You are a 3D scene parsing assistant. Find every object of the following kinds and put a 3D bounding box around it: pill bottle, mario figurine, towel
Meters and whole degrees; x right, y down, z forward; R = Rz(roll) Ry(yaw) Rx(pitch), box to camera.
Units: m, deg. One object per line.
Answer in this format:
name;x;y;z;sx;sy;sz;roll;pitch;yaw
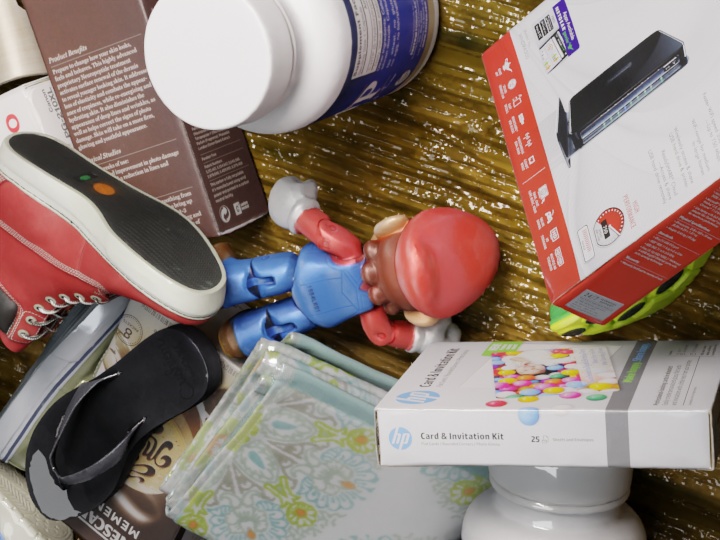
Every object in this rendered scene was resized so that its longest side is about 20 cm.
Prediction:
pill bottle;-0.044;-0.150;1.293;0.119;0.200;0.120;9;108;27
mario figurine;0.000;0.000;1.384;0.199;0.123;0.106;-11;60;20
towel;-0.017;0.141;1.409;0.199;0.048;0.171;27;123;-15
pill bottle;0.122;0.201;1.340;0.119;0.120;0.201;13;110;25

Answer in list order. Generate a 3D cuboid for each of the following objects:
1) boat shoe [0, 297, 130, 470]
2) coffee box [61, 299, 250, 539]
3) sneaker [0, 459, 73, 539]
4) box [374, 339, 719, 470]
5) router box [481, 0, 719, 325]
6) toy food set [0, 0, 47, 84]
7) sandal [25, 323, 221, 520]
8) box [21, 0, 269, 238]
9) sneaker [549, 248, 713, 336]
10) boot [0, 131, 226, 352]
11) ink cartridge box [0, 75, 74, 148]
boat shoe;-0.210;0.078;1.540;0.062;0.072;0.200;33;124;-11
coffee box;-0.137;0.114;1.491;0.113;0.080;0.200;35;118;15
sneaker;-0.324;0.173;1.614;0.111;0.077;0.200;-43;88;22
box;0.124;0.080;1.268;0.199;0.156;0.041;-2;103;16
router box;0.168;-0.099;1.215;0.179;0.049;0.201;-39;46;31
toy food set;-0.315;-0.183;1.527;0.199;0.060;0.144;-19;83;31
sandal;-0.177;0.105;1.438;0.076;0.043;0.200;51;121;10
box;-0.149;-0.114;1.438;0.100;0.075;0.201;-14;99;32
sneaker;0.179;-0.038;1.288;0.084;0.074;0.200;55;127;33
boot;-0.182;0.015;1.397;0.200;0.072;0.145;34;118;26
ink cartridge box;-0.266;-0.045;1.515;0.199;0.084;0.145;-19;95;32
